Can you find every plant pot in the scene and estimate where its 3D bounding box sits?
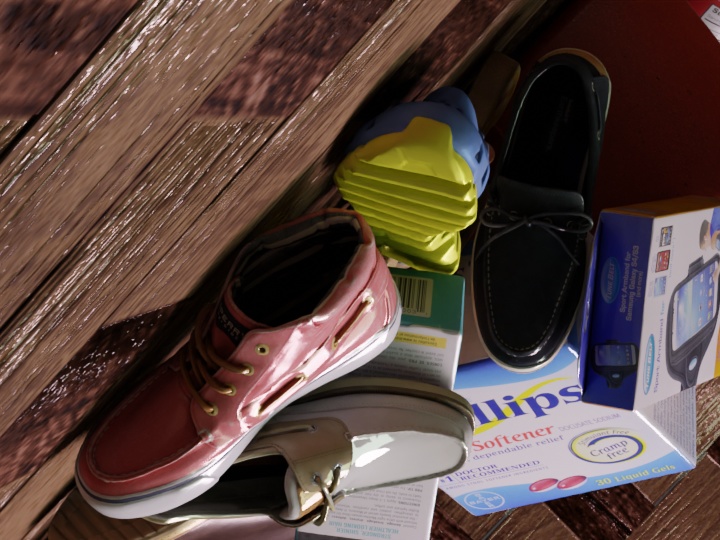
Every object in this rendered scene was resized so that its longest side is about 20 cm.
[{"bbox_3d":[0.161,-0.072,1.478,0.176,0.200,0.200,-32,169,-30],"label":"plant pot"}]

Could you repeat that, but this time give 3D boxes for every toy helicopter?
[{"bbox_3d":[0.043,-0.057,1.255,0.201,0.078,0.133,-59,165,-22],"label":"toy helicopter"}]

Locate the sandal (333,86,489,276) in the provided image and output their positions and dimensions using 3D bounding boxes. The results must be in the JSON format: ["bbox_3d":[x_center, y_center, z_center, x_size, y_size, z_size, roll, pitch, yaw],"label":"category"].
[{"bbox_3d":[0.034,-0.061,1.093,0.200,0.079,0.088,106,6,-80],"label":"sandal"}]

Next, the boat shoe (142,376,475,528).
[{"bbox_3d":[-0.033,0.106,1.126,0.069,0.198,0.075,-96,-176,-45],"label":"boat shoe"}]

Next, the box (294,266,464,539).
[{"bbox_3d":[0.009,0.088,1.196,0.049,0.081,0.201,-82,179,-49],"label":"box"}]

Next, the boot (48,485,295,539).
[{"bbox_3d":[-0.092,0.168,1.302,0.199,0.072,0.167,-27,141,-16],"label":"boot"}]

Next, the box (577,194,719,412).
[{"bbox_3d":[0.188,0.018,1.297,0.200,0.041,0.120,-13,109,-64],"label":"box"}]

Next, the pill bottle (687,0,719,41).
[{"bbox_3d":[0.255,-0.212,1.532,0.112,0.112,0.200,-42,174,-43],"label":"pill bottle"}]

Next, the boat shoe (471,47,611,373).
[{"bbox_3d":[0.108,-0.038,1.252,0.062,0.074,0.202,6,97,-78],"label":"boat shoe"}]

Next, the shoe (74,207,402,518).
[{"bbox_3d":[-0.070,0.044,1.059,0.199,0.072,0.091,-34,151,-8],"label":"shoe"}]

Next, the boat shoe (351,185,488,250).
[{"bbox_3d":[0.000,0.000,1.338,0.200,0.074,0.066,-44,-173,-10],"label":"boat shoe"}]

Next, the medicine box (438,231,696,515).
[{"bbox_3d":[0.107,0.069,1.403,0.181,0.200,0.104,-16,-126,29],"label":"medicine box"}]
